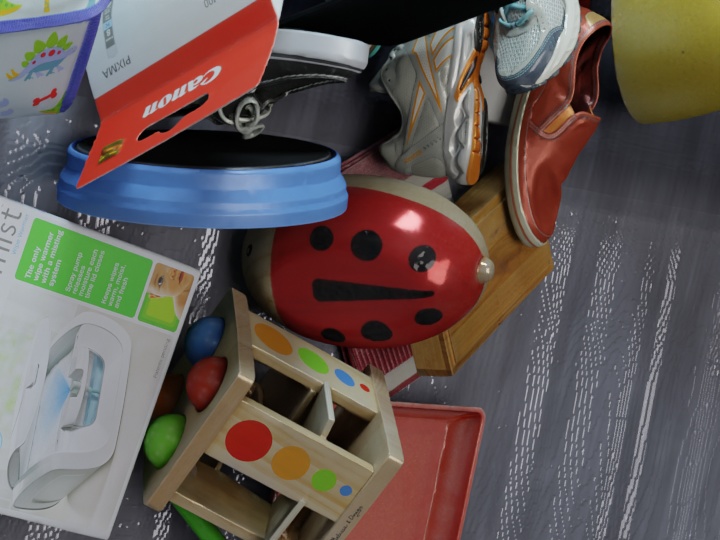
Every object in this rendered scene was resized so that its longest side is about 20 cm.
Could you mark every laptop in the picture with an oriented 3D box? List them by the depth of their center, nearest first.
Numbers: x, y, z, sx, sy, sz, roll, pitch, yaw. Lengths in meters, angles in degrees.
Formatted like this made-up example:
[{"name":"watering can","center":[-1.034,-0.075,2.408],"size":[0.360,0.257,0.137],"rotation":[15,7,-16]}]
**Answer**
[{"name":"laptop","center":[0.042,-0.239,1.272],"size":[0.177,0.103,0.202],"rotation":[-6,119,-55]}]

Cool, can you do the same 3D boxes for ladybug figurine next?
[{"name":"ladybug figurine","center":[0.000,0.000,1.349],"size":[0.072,0.198,0.137],"rotation":[-54,138,-61]}]

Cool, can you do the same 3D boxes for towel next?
[{"name":"towel","center":[0.027,-0.007,1.477],"size":[0.144,0.023,0.202],"rotation":[-32,118,-31]}]

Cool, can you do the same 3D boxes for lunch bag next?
[{"name":"lunch bag","center":[-0.247,-0.184,1.116],"size":[0.169,0.128,0.201],"rotation":[-14,145,-37]}]

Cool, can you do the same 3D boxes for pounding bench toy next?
[{"name":"pounding bench toy","center":[-0.094,0.143,1.318],"size":[0.155,0.125,0.201],"rotation":[29,111,-20]}]

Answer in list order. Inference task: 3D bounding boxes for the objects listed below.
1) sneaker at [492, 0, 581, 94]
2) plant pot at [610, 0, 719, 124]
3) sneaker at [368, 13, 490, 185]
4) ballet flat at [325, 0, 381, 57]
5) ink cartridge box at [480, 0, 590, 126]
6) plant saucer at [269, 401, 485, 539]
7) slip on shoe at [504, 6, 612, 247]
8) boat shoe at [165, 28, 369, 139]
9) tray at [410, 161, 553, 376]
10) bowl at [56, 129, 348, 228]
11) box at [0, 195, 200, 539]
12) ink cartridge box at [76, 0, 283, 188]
[{"name":"sneaker","center":[0.122,-0.233,1.404],"size":[0.086,0.077,0.202],"rotation":[29,62,-41]},{"name":"plant pot","center":[0.308,-0.221,1.528],"size":[0.200,0.141,0.202],"rotation":[-18,110,-61]},{"name":"sneaker","center":[0.051,-0.168,1.409],"size":[0.076,0.091,0.202],"rotation":[9,83,-77]},{"name":"ballet flat","center":[0.023,-0.262,1.402],"size":[0.069,0.069,0.201],"rotation":[33,79,-37]},{"name":"ink cartridge box","center":[0.138,-0.219,1.506],"size":[0.175,0.045,0.202],"rotation":[4,96,-37]},{"name":"plant saucer","center":[-0.001,0.199,1.478],"size":[0.199,0.037,0.202],"rotation":[7,97,-38]},{"name":"slip on shoe","center":[0.161,-0.117,1.475],"size":[0.074,0.061,0.202],"rotation":[7,95,-61]},{"name":"boat shoe","center":[-0.086,-0.127,1.255],"size":[0.073,0.197,0.069],"rotation":[9,82,-68]},{"name":"tray","center":[0.095,-0.005,1.473],"size":[0.200,0.037,0.099],"rotation":[-41,123,-50]},{"name":"bowl","center":[-0.107,-0.066,1.246],"size":[0.199,0.200,0.040],"rotation":[-6,104,-36]},{"name":"box","center":[-0.232,0.060,1.244],"size":[0.176,0.096,0.202],"rotation":[23,86,-40]},{"name":"ink cartridge box","center":[-0.120,-0.161,1.177],"size":[0.047,0.159,0.201],"rotation":[45,35,-30]}]
